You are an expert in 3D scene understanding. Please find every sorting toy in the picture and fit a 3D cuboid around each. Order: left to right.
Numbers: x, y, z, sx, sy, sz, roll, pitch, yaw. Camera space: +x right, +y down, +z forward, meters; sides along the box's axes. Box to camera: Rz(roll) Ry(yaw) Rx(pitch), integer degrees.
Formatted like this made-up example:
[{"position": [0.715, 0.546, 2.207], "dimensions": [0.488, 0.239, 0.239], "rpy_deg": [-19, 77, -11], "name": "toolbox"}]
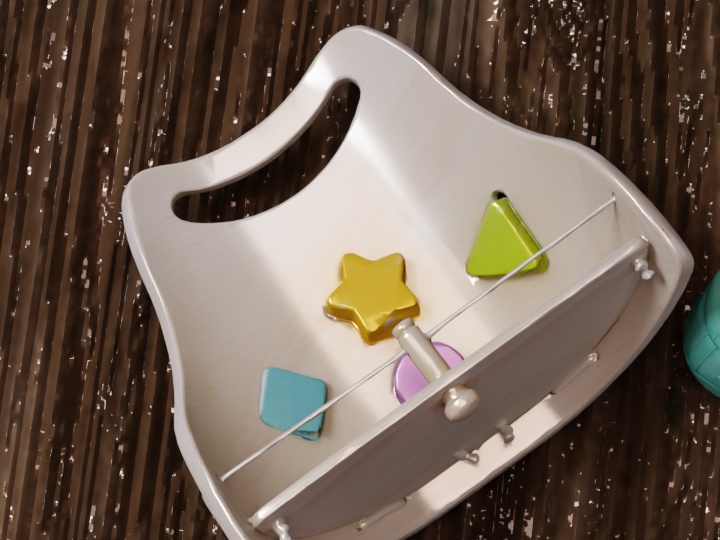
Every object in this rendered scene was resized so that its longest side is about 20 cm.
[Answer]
[{"position": [0.000, 0.000, 1.003], "dimensions": [0.199, 0.107, 0.180], "rpy_deg": [-35, 71, -4], "name": "sorting toy"}]

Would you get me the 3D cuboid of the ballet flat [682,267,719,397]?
[{"position": [0.216, -0.013, 1.000], "dimensions": [0.199, 0.070, 0.068], "rpy_deg": [-32, 77, -4], "name": "ballet flat"}]
